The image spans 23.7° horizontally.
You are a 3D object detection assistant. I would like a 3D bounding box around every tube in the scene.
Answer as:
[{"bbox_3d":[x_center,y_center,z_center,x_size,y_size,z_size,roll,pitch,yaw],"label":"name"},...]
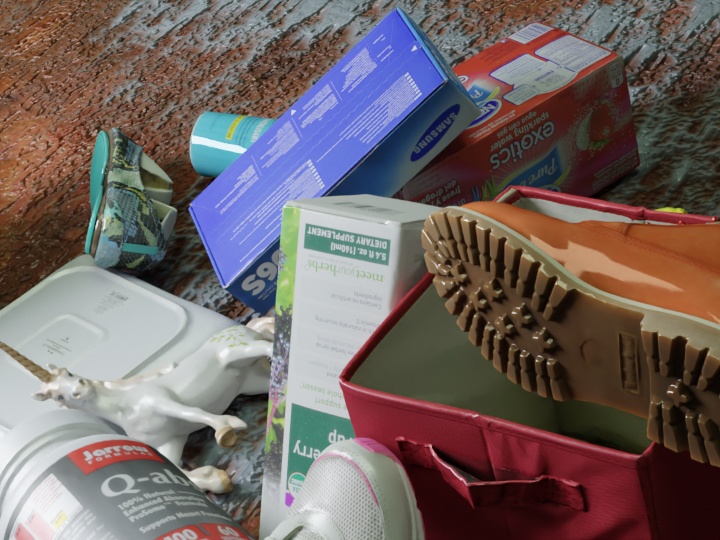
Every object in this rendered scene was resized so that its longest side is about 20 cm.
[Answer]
[{"bbox_3d":[-0.034,-0.087,1.317,0.198,0.051,0.078,8,47,23],"label":"tube"}]

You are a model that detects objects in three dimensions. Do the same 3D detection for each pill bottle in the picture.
[{"bbox_3d":[-0.128,0.159,0.927,0.115,0.117,0.199,-31,37,-22],"label":"pill bottle"}]

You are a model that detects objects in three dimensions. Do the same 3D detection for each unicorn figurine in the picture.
[{"bbox_3d":[-0.110,0.078,1.084,0.199,0.075,0.137,-16,30,-41],"label":"unicorn figurine"}]

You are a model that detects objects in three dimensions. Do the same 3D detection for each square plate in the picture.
[{"bbox_3d":[-0.206,0.061,1.183,0.199,0.029,0.198,22,49,42],"label":"square plate"}]

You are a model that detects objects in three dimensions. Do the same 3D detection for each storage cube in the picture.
[{"bbox_3d":[0.117,0.089,0.871,0.169,0.181,0.200,11,42,34],"label":"storage cube"}]

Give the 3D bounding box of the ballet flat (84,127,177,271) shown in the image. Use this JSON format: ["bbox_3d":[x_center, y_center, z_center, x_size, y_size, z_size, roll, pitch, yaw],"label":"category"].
[{"bbox_3d":[-0.173,-0.051,1.305,0.073,0.075,0.201,-15,27,1],"label":"ballet flat"}]

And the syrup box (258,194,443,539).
[{"bbox_3d":[0.004,0.065,0.927,0.078,0.203,0.081,12,12,35],"label":"syrup box"}]

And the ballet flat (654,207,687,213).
[{"bbox_3d":[0.219,0.014,1.043,0.066,0.067,0.200,-18,32,-11],"label":"ballet flat"}]

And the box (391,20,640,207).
[{"bbox_3d":[0.088,-0.082,1.205,0.199,0.096,0.099,-31,36,-21],"label":"box"}]

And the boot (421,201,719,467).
[{"bbox_3d":[0.122,0.009,0.765,0.199,0.076,0.107,26,48,34],"label":"boot"}]

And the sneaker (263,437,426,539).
[{"bbox_3d":[-0.037,0.172,0.804,0.081,0.088,0.202,23,93,43],"label":"sneaker"}]

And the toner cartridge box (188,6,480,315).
[{"bbox_3d":[-0.020,-0.072,1.133,0.200,0.043,0.095,-42,43,12],"label":"toner cartridge box"}]
